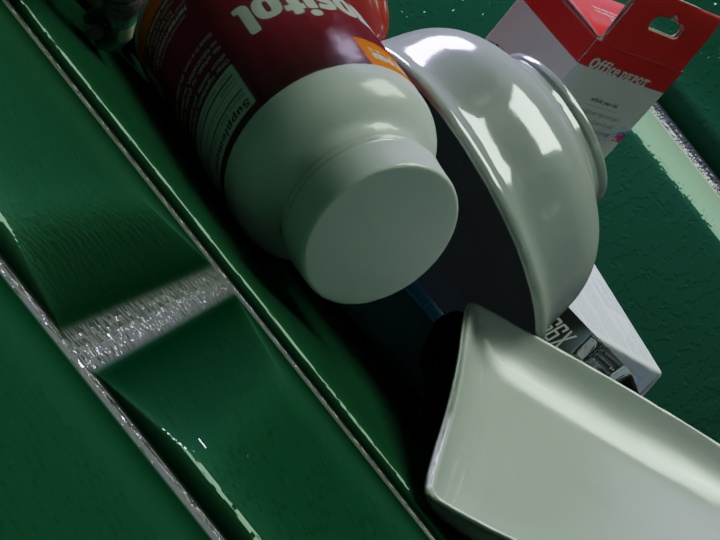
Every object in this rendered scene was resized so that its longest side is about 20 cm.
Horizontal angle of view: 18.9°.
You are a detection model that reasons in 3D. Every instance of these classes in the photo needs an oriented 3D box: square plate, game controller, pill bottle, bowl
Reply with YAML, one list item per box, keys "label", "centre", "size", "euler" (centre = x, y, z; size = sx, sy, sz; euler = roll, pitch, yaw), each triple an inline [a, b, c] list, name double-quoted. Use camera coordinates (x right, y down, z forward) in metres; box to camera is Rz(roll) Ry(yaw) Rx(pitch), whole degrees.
- label: "square plate"
  centre: [0.123, 0.114, 1.069]
  size: [0.199, 0.029, 0.198]
  euler: [30, 26, -6]
- label: "game controller"
  centre: [0.096, 0.113, 1.189]
  size: [0.200, 0.042, 0.105]
  euler: [48, 22, -29]
- label: "pill bottle"
  centre: [-0.031, -0.079, 1.100]
  size: [0.113, 0.113, 0.200]
  euler: [45, 8, -49]
- label: "bowl"
  centre: [0.073, -0.057, 1.201]
  size: [0.201, 0.090, 0.201]
  euler: [53, -16, 23]

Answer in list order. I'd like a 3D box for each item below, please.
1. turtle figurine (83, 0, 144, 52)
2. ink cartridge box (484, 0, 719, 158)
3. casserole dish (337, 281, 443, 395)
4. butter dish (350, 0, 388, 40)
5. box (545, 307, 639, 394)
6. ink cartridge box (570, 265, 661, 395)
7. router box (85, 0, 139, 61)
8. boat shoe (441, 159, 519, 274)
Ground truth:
- label: "turtle figurine"
  centre: [-0.140, -0.187, 1.038]
  size: [0.150, 0.101, 0.200]
  euler: [51, 11, -3]
- label: "ink cartridge box"
  centre: [0.125, -0.116, 1.393]
  size: [0.116, 0.200, 0.067]
  euler: [9, 37, -55]
- label: "casserole dish"
  centre: [0.000, 0.000, 1.232]
  size: [0.200, 0.039, 0.121]
  euler: [49, 4, -29]
- label: "butter dish"
  centre: [-0.043, -0.188, 1.322]
  size: [0.201, 0.147, 0.199]
  euler: [63, -8, -10]
- label: "box"
  centre: [0.133, 0.097, 1.355]
  size: [0.158, 0.050, 0.201]
  euler: [50, -12, 47]
- label: "ink cartridge box"
  centre: [0.102, 0.000, 1.482]
  size: [0.199, 0.047, 0.160]
  euler: [28, 25, -37]
- label: "router box"
  centre: [-0.094, -0.234, 1.148]
  size: [0.157, 0.200, 0.052]
  euler: [47, 5, -28]
- label: "boat shoe"
  centre: [0.048, -0.038, 1.328]
  size: [0.199, 0.073, 0.071]
  euler: [21, 1, 23]
